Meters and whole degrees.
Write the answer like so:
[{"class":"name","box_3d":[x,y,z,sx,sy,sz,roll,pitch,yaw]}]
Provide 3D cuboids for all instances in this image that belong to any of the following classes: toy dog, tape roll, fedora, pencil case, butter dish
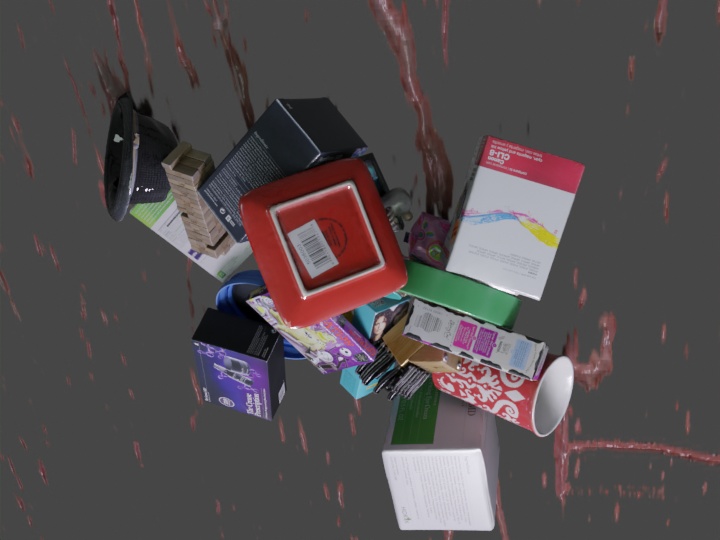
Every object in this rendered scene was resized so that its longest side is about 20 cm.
[{"class":"toy dog","box_3d":[0.009,-0.029,1.440,0.200,0.132,0.096,-33,110,23]},{"class":"tape roll","box_3d":[0.137,0.034,1.388,0.200,0.200,0.048,19,89,-1]},{"class":"fedora","box_3d":[-0.334,-0.170,1.440,0.092,0.201,0.201,6,129,-25]},{"class":"pencil case","box_3d":[0.168,-0.024,1.472,0.200,0.087,0.087,19,125,-4]},{"class":"butter dish","box_3d":[-0.065,-0.032,1.319,0.200,0.199,0.148,69,158,1]}]

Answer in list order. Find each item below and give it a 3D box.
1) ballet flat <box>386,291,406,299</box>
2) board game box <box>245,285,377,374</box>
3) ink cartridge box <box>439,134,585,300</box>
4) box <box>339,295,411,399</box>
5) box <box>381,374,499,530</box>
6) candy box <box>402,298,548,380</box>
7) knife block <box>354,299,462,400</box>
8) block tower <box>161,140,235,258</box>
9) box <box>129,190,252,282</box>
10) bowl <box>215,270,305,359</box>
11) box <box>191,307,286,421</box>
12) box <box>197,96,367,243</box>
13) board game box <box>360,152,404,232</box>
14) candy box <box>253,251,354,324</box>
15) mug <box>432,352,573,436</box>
[{"class":"ballet flat","box_3d":[0.000,0.000,1.533,0.200,0.065,0.071,12,159,33]},{"class":"board game box","box_3d":[-0.078,0.090,1.521,0.120,0.032,0.200,-23,123,37]},{"class":"ink cartridge box","box_3d":[0.213,-0.078,1.348,0.145,0.145,0.200,17,98,-1]},{"class":"box","box_3d":[0.024,0.121,1.596,0.049,0.082,0.200,41,136,33]},{"class":"box","box_3d":[0.147,0.315,1.638,0.171,0.199,0.200,-3,124,14]},{"class":"candy box","box_3d":[0.174,0.104,1.391,0.200,0.136,0.061,18,88,16]},{"class":"knife block","box_3d":[0.082,0.114,1.547,0.175,0.200,0.064,-2,158,34]},{"class":"block tower","box_3d":[-0.245,-0.102,1.445,0.058,0.054,0.200,19,145,24]},{"class":"box","box_3d":[-0.262,-0.086,1.553,0.200,0.036,0.144,38,122,-16]},{"class":"bowl","box_3d":[-0.149,0.075,1.600,0.200,0.039,0.201,17,144,13]},{"class":"box","box_3d":[-0.211,0.168,1.649,0.141,0.079,0.200,17,143,11]},{"class":"box","box_3d":[-0.114,-0.150,1.384,0.200,0.148,0.107,-45,78,28]},{"class":"board game box","box_3d":[-0.045,-0.098,1.504,0.200,0.028,0.135,-16,118,21]},{"class":"candy box","box_3d":[-0.089,0.029,1.562,0.102,0.026,0.200,2,138,38]},{"class":"mug","box_3d":[0.239,0.183,1.551,0.200,0.134,0.178,16,172,35]}]
